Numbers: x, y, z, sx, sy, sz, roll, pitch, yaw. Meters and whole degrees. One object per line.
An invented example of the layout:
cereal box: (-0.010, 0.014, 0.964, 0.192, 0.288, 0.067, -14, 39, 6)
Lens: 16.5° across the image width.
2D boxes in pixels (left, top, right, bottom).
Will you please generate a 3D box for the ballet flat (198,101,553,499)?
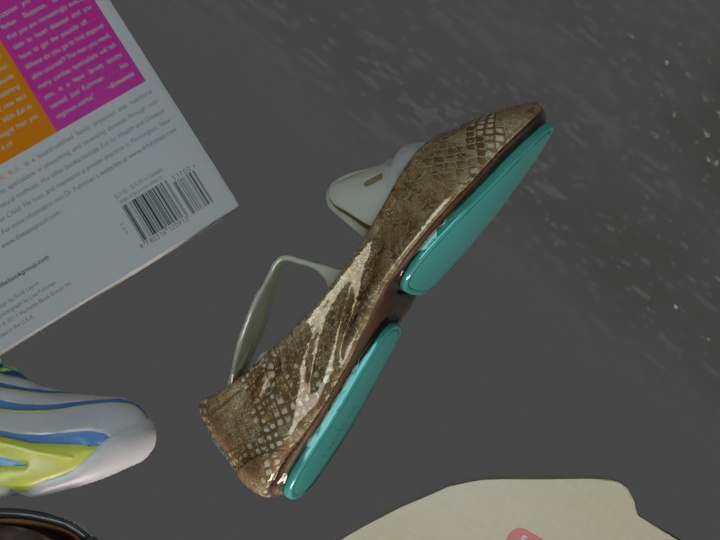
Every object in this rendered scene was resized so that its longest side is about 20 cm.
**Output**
ballet flat: (0.000, 0.000, 1.032, 0.065, 0.071, 0.200, 36, 88, 14)

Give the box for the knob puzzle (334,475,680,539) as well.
knob puzzle: (0.060, 0.174, 1.052, 0.218, 0.030, 0.221, 0, 92, 0)

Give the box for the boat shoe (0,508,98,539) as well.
boat shoe: (-0.200, 0.126, 0.983, 0.199, 0.068, 0.072, -2, 77, -27)

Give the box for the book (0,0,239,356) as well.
book: (-0.155, -0.078, 1.017, 0.133, 0.048, 0.201, -32, 91, -28)

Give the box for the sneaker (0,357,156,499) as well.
sneaker: (-0.186, 0.044, 1.027, 0.199, 0.076, 0.106, -5, 91, 1)
